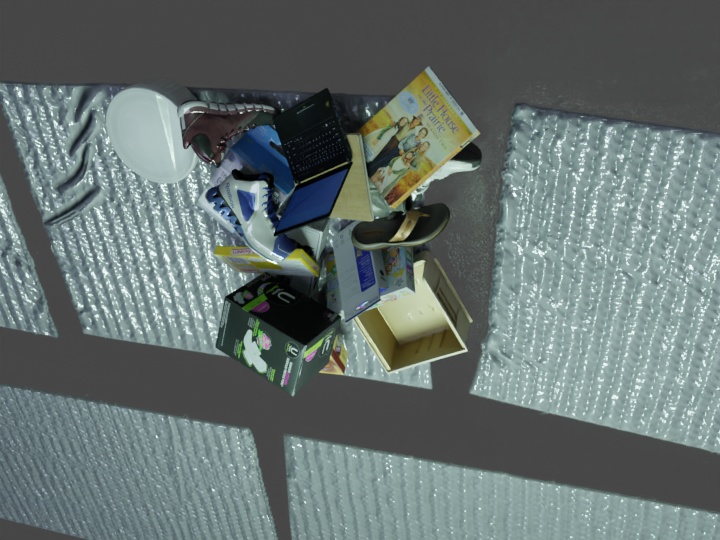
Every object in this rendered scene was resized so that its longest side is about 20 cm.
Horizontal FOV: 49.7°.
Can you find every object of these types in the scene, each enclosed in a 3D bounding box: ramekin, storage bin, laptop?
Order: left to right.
[{"bbox_3d":[-0.392,-0.283,1.535,0.197,0.095,0.207,11,126,15],"label":"ramekin"},{"bbox_3d":[-0.106,-0.186,1.364,0.175,0.102,0.205,-13,100,49],"label":"laptop"},{"bbox_3d":[0.100,0.086,1.600,0.197,0.094,0.201,-20,115,32],"label":"storage bin"}]

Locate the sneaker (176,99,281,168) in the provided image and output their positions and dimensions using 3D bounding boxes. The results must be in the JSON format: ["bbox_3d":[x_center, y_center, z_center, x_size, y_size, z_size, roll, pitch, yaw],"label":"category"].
[{"bbox_3d":[-0.242,-0.249,1.448,0.194,0.119,0.076,-1,173,-15],"label":"sneaker"}]

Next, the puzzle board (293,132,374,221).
[{"bbox_3d":[-0.055,-0.171,1.409,0.197,0.017,0.155,9,116,46],"label":"puzzle board"}]

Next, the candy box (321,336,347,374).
[{"bbox_3d":[-0.136,0.175,1.692,0.194,0.058,0.117,5,154,17],"label":"candy box"}]

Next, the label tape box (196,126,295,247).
[{"bbox_3d":[-0.207,-0.170,1.510,0.143,0.063,0.202,37,107,-2],"label":"label tape box"}]

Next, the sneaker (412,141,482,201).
[{"bbox_3d":[0.131,-0.183,1.423,0.196,0.076,0.117,11,134,25],"label":"sneaker"}]

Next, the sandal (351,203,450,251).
[{"bbox_3d":[0.073,-0.090,1.471,0.194,0.084,0.055,-8,145,11],"label":"sandal"}]

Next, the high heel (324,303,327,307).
[{"bbox_3d":[-0.120,0.111,1.715,0.139,0.072,0.202,18,137,1],"label":"high heel"}]

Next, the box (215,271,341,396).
[{"bbox_3d":[-0.162,0.121,1.542,0.197,0.148,0.127,29,121,18],"label":"box"}]

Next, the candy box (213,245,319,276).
[{"bbox_3d":[-0.189,-0.019,1.574,0.195,0.027,0.102,3,163,20],"label":"candy box"}]

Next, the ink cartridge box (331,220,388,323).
[{"bbox_3d":[0.000,0.000,1.517,0.098,0.204,0.039,-31,141,32],"label":"ink cartridge box"}]

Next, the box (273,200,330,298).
[{"bbox_3d":[-0.135,-0.035,1.629,0.114,0.061,0.204,19,128,9],"label":"box"}]

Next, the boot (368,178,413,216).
[{"bbox_3d":[0.018,-0.191,1.421,0.129,0.068,0.203,-11,115,45],"label":"boot"}]

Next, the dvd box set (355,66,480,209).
[{"bbox_3d":[0.088,-0.228,1.342,0.199,0.029,0.148,-39,78,14],"label":"dvd box set"}]

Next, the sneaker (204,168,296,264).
[{"bbox_3d":[-0.186,-0.115,1.447,0.199,0.081,0.115,43,109,-4],"label":"sneaker"}]

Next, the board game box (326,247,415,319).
[{"bbox_3d":[0.017,0.007,1.554,0.197,0.138,0.034,-21,148,32],"label":"board game box"}]
